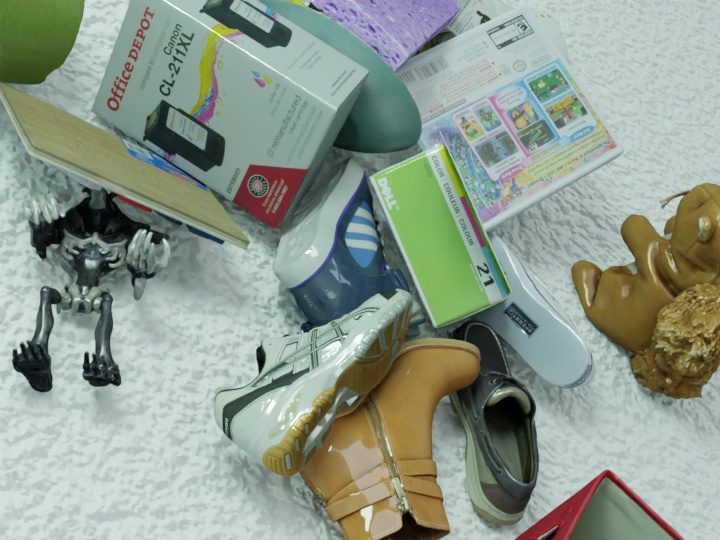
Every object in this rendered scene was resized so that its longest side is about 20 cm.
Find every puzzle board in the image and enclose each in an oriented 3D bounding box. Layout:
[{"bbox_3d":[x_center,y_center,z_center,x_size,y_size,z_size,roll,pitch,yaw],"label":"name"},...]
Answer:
[{"bbox_3d":[-0.196,-0.083,1.102,0.199,0.017,0.151,25,13,-34],"label":"puzzle board"}]

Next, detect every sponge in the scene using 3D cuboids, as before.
[{"bbox_3d":[0.024,-0.252,1.262,0.111,0.030,0.200,41,28,-1],"label":"sponge"}]

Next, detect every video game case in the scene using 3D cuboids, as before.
[{"bbox_3d":[0.137,-0.150,1.323,0.199,0.024,0.183,-29,82,-27],"label":"video game case"}]

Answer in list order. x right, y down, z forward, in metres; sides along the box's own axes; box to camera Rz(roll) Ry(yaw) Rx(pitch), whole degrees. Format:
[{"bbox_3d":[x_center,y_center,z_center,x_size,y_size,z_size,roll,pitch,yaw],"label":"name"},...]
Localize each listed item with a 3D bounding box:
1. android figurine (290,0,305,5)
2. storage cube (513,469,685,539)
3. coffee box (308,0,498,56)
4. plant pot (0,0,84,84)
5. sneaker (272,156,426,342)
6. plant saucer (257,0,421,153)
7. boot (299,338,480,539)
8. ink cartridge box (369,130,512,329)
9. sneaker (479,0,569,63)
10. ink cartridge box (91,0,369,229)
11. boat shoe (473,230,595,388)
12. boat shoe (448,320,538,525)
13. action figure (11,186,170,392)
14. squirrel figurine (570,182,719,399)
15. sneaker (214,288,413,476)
[{"bbox_3d":[-0.087,-0.265,1.326,0.200,0.041,0.182,51,8,8],"label":"android figurine"},{"bbox_3d":[0.163,0.294,0.997,0.200,0.180,0.171,44,43,3],"label":"storage cube"},{"bbox_3d":[0.052,-0.253,1.417,0.200,0.113,0.080,37,45,-3],"label":"coffee box"},{"bbox_3d":[-0.333,-0.229,1.093,0.189,0.200,0.201,12,48,-45],"label":"plant pot"},{"bbox_3d":[0.000,0.000,1.213,0.147,0.080,0.200,48,28,-18],"label":"sneaker"},{"bbox_3d":[-0.037,-0.164,1.244,0.201,0.201,0.039,37,72,-4],"label":"plant saucer"},{"bbox_3d":[0.042,0.142,1.102,0.199,0.077,0.156,-9,55,-33],"label":"boot"},{"bbox_3d":[0.067,-0.030,1.163,0.200,0.075,0.149,30,37,-85],"label":"ink cartridge box"},{"bbox_3d":[0.158,-0.286,1.555,0.200,0.074,0.115,54,42,0],"label":"sneaker"},{"bbox_3d":[-0.116,-0.154,1.173,0.199,0.146,0.083,32,39,2],"label":"ink cartridge box"},{"bbox_3d":[0.148,0.037,1.289,0.200,0.073,0.065,54,12,24],"label":"boat shoe"},{"bbox_3d":[0.122,0.123,1.192,0.072,0.065,0.201,15,48,-23],"label":"boat shoe"},{"bbox_3d":[-0.206,-0.007,1.042,0.118,0.102,0.201,11,51,-13],"label":"action figure"},{"bbox_3d":[0.327,0.019,1.332,0.141,0.187,0.201,14,49,-26],"label":"squirrel figurine"},{"bbox_3d":[-0.035,0.067,1.059,0.087,0.076,0.200,27,47,23],"label":"sneaker"}]
